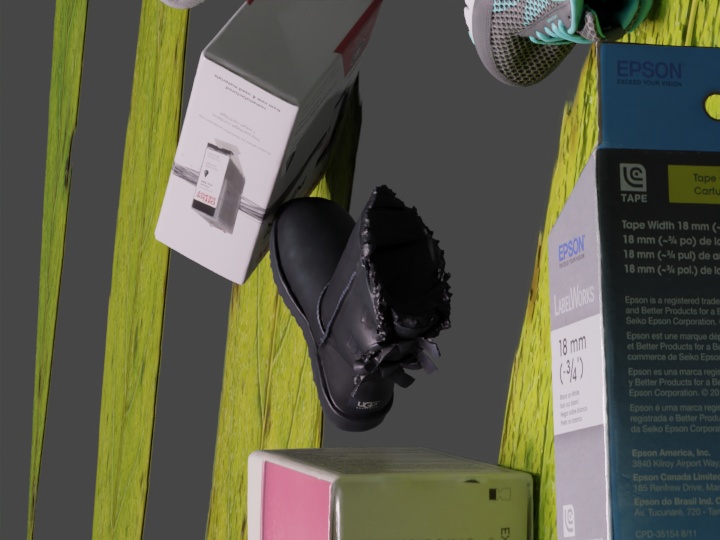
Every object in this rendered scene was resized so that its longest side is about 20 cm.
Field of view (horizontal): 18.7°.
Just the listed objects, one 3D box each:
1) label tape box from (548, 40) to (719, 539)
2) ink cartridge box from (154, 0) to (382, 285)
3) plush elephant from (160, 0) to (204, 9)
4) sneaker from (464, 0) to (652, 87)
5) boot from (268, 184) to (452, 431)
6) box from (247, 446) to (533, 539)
[{"bbox_3d":[0.153,0.016,0.883,0.063,0.143,0.201,150,121,-72],"label":"label tape box"},{"bbox_3d":[-0.069,-0.111,1.615,0.147,0.083,0.201,-55,-9,-41],"label":"ink cartridge box"},{"bbox_3d":[-0.092,-0.276,1.660,0.155,0.164,0.201,30,-145,-64],"label":"plush elephant"},{"bbox_3d":[0.111,-0.149,1.156,0.200,0.077,0.092,114,148,-55],"label":"sneaker"},{"bbox_3d":[-0.001,0.000,1.507,0.163,0.073,0.199,114,145,-56],"label":"boot"},{"bbox_3d":[0.014,0.171,1.351,0.200,0.127,0.110,179,92,-74],"label":"box"}]
